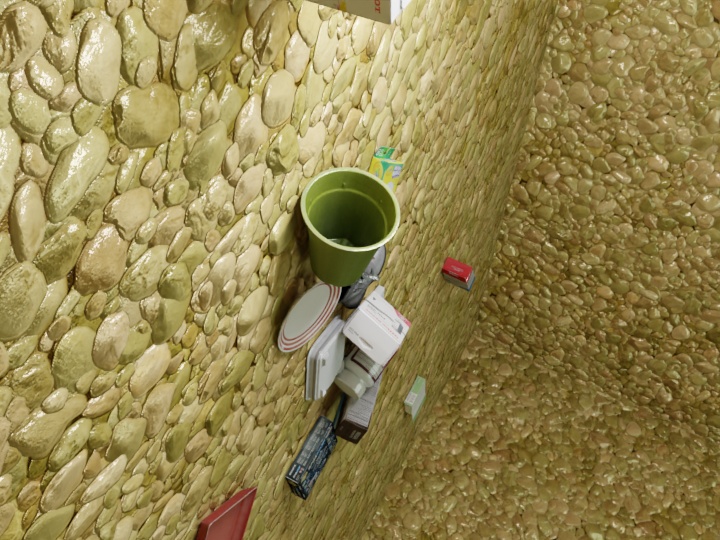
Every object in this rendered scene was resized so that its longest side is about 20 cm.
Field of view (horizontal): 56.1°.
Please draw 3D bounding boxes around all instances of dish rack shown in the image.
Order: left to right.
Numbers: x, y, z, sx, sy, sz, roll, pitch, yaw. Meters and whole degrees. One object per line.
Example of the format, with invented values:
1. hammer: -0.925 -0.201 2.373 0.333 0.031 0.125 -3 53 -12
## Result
1. dish rack: -0.083 0.235 1.760 0.172 0.043 0.203 -51 156 -44

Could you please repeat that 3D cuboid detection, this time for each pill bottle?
1. pill bottle: 0.017 0.253 1.906 0.201 0.113 0.115 -51 157 -20

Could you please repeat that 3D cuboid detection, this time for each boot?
1. boot: 0.000 0.000 1.686 0.204 0.068 0.132 -67 163 -7

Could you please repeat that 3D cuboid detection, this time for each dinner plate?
1. dinner plate: -0.115 0.093 1.485 0.200 0.024 0.202 -42 156 -23

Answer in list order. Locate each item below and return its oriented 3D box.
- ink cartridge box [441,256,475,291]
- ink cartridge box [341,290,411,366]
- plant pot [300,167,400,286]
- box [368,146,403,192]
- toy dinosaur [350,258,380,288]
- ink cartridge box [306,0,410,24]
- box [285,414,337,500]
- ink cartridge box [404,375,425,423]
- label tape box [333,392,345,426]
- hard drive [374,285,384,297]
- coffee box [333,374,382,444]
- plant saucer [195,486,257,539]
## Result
1. ink cartridge box: 0.400 0.011 2.761 0.068 0.114 0.200 -63 162 -9
2. ink cartridge box: 0.045 0.148 1.774 0.085 0.145 0.200 -50 177 18
3. plant pot: -0.035 -0.068 1.375 0.201 0.197 0.191 -54 170 -34
4. box: 0.047 -0.197 1.638 0.117 0.047 0.205 -18 126 -66
5. toy dinosaur: -0.023 -0.037 1.558 0.102 0.196 0.139 -155 -130 -72
6. ink cartridge box: -0.011 -0.463 0.931 0.146 0.197 0.149 -55 159 -30
7. box: -0.136 0.539 1.942 0.202 0.045 0.160 -59 159 -27
8. ink cartridge box: 0.252 0.596 3.106 0.147 0.047 0.202 -58 160 -28
9. label tape box: -0.009 0.431 2.157 0.199 0.062 0.147 -12 123 -68
10. hard drive: 0.030 0.159 2.019 0.133 0.026 0.203 -54 156 -37
11. coffee box: -0.005 0.382 1.969 0.114 0.078 0.203 120 -10 -52
12. plant saucer: -0.318 0.601 1.515 0.199 0.036 0.204 -19 128 -68
